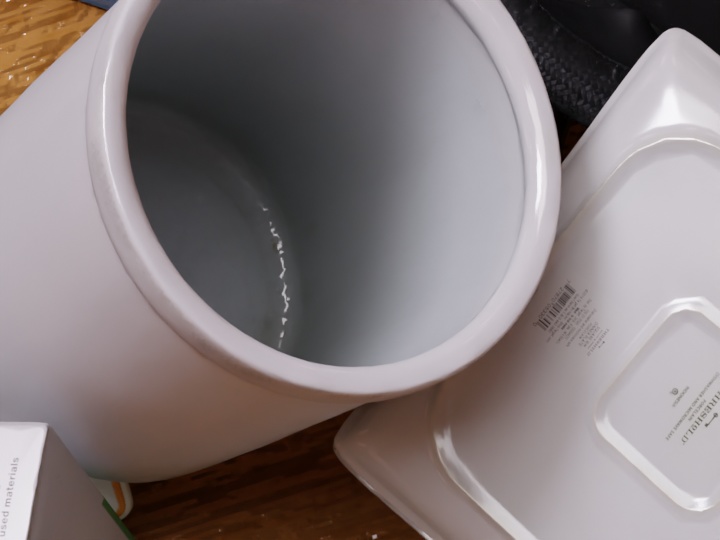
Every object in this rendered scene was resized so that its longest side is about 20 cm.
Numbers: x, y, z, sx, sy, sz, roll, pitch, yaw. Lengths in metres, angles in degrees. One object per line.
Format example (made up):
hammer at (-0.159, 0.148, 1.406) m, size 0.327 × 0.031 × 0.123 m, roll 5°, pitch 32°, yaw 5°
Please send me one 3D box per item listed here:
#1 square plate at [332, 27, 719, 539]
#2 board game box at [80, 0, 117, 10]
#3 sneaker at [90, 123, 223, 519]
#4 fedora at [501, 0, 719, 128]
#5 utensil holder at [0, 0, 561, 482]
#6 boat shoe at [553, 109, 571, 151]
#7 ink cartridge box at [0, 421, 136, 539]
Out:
square plate at (0.116, 0.050, 0.953) m, size 0.198 × 0.028 × 0.200 m, roll 42°, pitch 98°, yaw 17°
board game box at (-0.090, -0.151, 1.158) m, size 0.199 × 0.151 × 0.037 m, roll 19°, pitch 69°, yaw 22°
sneaker at (-0.085, 0.011, 1.115) m, size 0.079 × 0.078 × 0.201 m, roll 37°, pitch 63°, yaw -15°
fedora at (0.088, -0.130, 1.063) m, size 0.200 × 0.092 × 0.202 m, roll 6°, pitch 74°, yaw -23°
utensil holder at (-0.051, -0.019, 0.980) m, size 0.169 × 0.200 × 0.171 m, roll 8°, pitch 73°, yaw -26°
boat shoe at (0.051, -0.070, 1.128) m, size 0.070 × 0.070 × 0.201 m, roll 13°, pitch 69°, yaw 10°
ink cartridge box at (-0.192, 0.117, 1.018) m, size 0.199 × 0.146 × 0.085 m, roll 0°, pitch 63°, yaw 14°
